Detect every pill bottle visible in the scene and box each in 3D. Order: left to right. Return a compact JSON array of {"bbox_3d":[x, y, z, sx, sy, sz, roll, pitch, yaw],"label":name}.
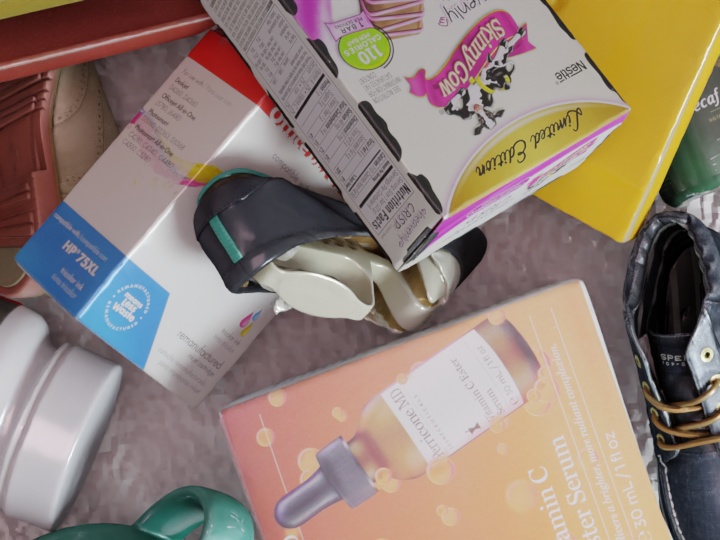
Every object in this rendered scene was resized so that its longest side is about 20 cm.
[{"bbox_3d":[-0.236,0.057,0.885,0.199,0.114,0.114,22,89,1],"label":"pill bottle"}]

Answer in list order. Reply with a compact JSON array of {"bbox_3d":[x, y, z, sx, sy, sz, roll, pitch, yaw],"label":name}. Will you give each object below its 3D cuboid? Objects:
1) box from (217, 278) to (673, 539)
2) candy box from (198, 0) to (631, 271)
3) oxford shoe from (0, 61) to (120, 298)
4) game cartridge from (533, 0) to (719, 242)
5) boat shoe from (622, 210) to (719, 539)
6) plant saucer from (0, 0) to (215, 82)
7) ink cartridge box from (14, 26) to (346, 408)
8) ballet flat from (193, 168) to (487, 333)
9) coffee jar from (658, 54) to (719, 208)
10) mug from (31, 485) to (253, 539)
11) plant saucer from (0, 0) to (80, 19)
[{"bbox_3d":[0.044,0.108,0.883,0.199,0.106,0.153,-21,88,0],"label":"box"},{"bbox_3d":[0.019,-0.117,0.816,0.136,0.061,0.200,-31,80,-33],"label":"candy box"},{"bbox_3d":[-0.167,-0.079,0.921,0.071,0.074,0.201,-11,73,44],"label":"oxford shoe"},{"bbox_3d":[0.106,-0.142,0.862,0.176,0.032,0.201,31,114,21],"label":"game cartridge"},{"bbox_3d":[0.174,0.071,0.868,0.071,0.091,0.201,-11,71,30],"label":"boat shoe"},{"bbox_3d":[-0.174,-0.178,0.892,0.199,0.037,0.200,-14,57,1],"label":"plant saucer"},{"bbox_3d":[-0.069,-0.041,0.874,0.200,0.116,0.067,-50,50,-4],"label":"ink cartridge box"},{"bbox_3d":[0.000,0.000,0.855,0.073,0.200,0.073,-12,73,44],"label":"ballet flat"},{"bbox_3d":[0.171,-0.143,0.898,0.104,0.085,0.201,-26,88,0],"label":"coffee jar"},{"bbox_3d":[-0.124,0.202,0.867,0.185,0.114,0.152,-29,119,-8],"label":"mug"},{"bbox_3d":[-0.175,-0.200,0.843,0.199,0.048,0.201,-10,59,12],"label":"plant saucer"}]
